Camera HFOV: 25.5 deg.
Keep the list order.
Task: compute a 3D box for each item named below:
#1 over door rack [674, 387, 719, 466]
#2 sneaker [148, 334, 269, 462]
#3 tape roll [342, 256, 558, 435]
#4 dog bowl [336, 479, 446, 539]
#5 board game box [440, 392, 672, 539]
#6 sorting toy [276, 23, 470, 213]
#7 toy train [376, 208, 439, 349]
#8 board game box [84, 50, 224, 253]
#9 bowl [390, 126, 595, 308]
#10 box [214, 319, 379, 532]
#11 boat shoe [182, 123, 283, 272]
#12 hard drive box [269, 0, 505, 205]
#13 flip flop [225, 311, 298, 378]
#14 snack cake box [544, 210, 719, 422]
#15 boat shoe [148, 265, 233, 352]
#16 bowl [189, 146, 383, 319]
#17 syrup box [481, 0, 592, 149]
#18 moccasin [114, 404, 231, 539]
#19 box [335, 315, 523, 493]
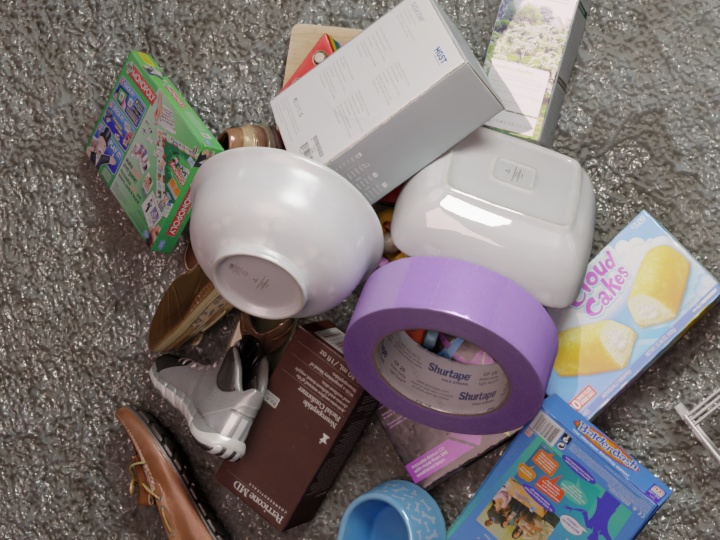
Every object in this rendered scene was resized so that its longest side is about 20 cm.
[{"bbox_3d":[0.417,0.166,1.532,0.148,0.067,0.200,-41,55,10],"label":"over door rack"},{"bbox_3d":[-0.148,0.109,1.679,0.116,0.075,0.200,-59,37,8],"label":"sneaker"},{"bbox_3d":[0.087,0.075,1.535,0.200,0.200,0.066,10,53,17],"label":"tape roll"},{"bbox_3d":[0.019,0.317,1.640,0.111,0.050,0.200,16,97,34],"label":"dog bowl"},{"bbox_3d":[0.191,0.245,1.582,0.152,0.045,0.200,41,119,15],"label":"board game box"},{"bbox_3d":[0.000,-0.161,1.692,0.200,0.070,0.199,8,88,18],"label":"sorting toy"},{"bbox_3d":[0.000,0.000,1.628,0.200,0.056,0.150,22,83,0],"label":"toy train"},{"bbox_3d":[-0.226,-0.130,1.717,0.135,0.029,0.200,-59,44,22],"label":"board game box"},{"bbox_3d":[0.140,-0.066,1.559,0.200,0.200,0.075,19,128,1],"label":"bowl"},{"bbox_3d":[-0.058,0.161,1.664,0.100,0.075,0.200,35,109,21],"label":"box"},{"bbox_3d":[-0.153,-0.078,1.702,0.200,0.072,0.076,-62,39,29],"label":"boat shoe"},{"bbox_3d":[0.022,-0.163,1.569,0.200,0.077,0.156,-35,39,12],"label":"hard drive box"},{"bbox_3d":[-0.096,0.049,1.711,0.081,0.058,0.200,22,92,17],"label":"flip flop"},{"bbox_3d":[0.255,0.050,1.599,0.200,0.067,0.115,-46,77,9],"label":"snack cake box"},{"bbox_3d":[-0.156,0.029,1.708,0.200,0.063,0.073,-41,38,33],"label":"boat shoe"},{"bbox_3d":[-0.084,-0.017,1.527,0.201,0.201,0.090,6,49,17],"label":"bowl"},{"bbox_3d":[0.179,-0.230,1.636,0.079,0.081,0.200,16,90,16],"label":"syrup box"},{"bbox_3d":[-0.216,0.239,1.731,0.078,0.074,0.201,-30,88,5],"label":"moccasin"},{"bbox_3d":[0.074,0.111,1.667,0.143,0.036,0.200,-34,76,12],"label":"box"}]
